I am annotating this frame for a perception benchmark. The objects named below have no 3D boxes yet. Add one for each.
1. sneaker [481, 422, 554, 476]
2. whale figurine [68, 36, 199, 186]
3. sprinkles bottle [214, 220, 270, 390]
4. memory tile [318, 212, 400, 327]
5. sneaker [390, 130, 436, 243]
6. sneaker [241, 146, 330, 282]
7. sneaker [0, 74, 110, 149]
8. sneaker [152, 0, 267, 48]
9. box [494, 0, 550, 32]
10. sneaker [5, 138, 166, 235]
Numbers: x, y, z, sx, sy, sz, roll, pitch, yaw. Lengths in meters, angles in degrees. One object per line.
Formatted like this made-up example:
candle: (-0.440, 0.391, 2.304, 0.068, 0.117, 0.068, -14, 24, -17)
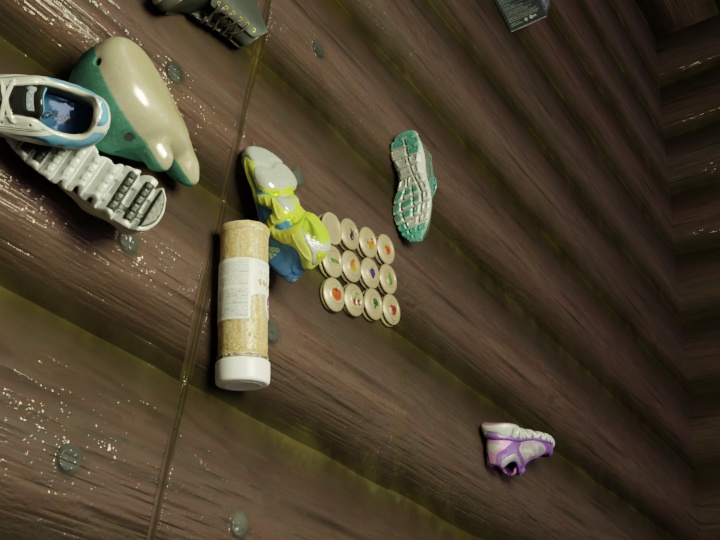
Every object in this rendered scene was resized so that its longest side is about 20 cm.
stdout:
sneaker: (0.289, 0.336, 1.561, 0.198, 0.079, 0.091, 21, 67, -45)
whale figurine: (-0.256, -0.165, 0.961, 0.161, 0.102, 0.201, 64, 3, 30)
sprinkles bottle: (-0.145, 0.043, 1.049, 0.068, 0.067, 0.205, 21, 60, -49)
memory tile: (0.000, 0.000, 1.321, 0.198, 0.017, 0.157, 17, 63, -51)
sneaker: (0.105, -0.141, 1.481, 0.091, 0.076, 0.205, 26, 58, -52)
sneaker: (-0.122, -0.070, 1.134, 0.075, 0.106, 0.202, 3, 45, -47)
sneaker: (-0.337, -0.158, 0.800, 0.195, 0.072, 0.074, 2, 75, -24)
sneaker: (-0.189, -0.347, 1.129, 0.108, 0.074, 0.200, 64, 34, -11)
box: (0.381, -0.723, 2.072, 0.201, 0.105, 0.150, 51, 41, -29)
sneaker: (-0.299, -0.106, 0.889, 0.199, 0.081, 0.076, 42, 65, -13)
